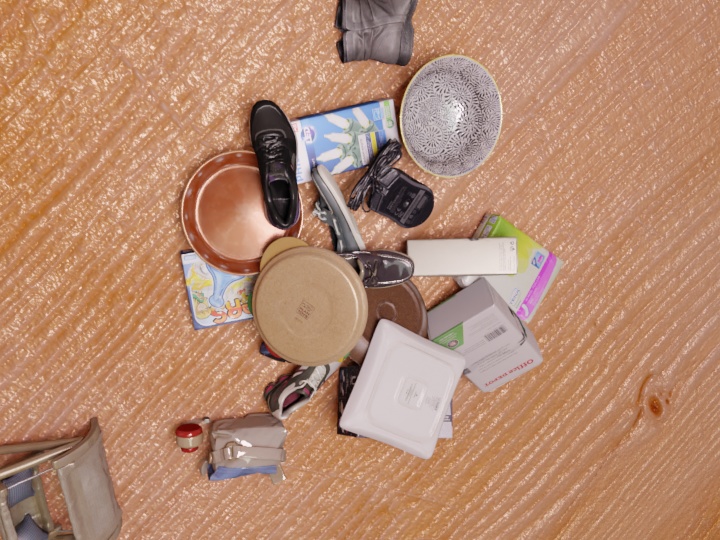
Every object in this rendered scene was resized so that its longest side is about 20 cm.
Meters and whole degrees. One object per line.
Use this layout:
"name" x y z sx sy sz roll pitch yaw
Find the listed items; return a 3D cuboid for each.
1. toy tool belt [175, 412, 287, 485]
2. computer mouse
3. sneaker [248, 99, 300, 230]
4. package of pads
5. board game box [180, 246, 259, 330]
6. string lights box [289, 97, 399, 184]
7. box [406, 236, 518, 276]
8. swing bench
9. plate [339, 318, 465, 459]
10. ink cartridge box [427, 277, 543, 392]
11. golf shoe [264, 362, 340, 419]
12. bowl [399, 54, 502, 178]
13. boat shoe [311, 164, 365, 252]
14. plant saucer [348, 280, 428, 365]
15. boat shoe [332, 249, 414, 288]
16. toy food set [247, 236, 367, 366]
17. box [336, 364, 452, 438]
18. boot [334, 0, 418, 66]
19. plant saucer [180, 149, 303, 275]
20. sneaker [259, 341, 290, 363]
"toy tool belt" -0.229 0.336 1.046 0.197 0.125 0.125 0 96 -19
"computer mouse" 0.061 -0.143 1.035 0.139 0.053 0.199 -53 140 9
"sneaker" -0.125 -0.164 0.898 0.075 0.088 0.203 -12 98 -8
"package of pads" 0.293 0.000 1.171 0.199 0.068 0.156 30 91 -23
"board game box" -0.203 0.017 1.018 0.197 0.034 0.138 -11 107 -16
"string lights box" -0.036 -0.223 0.999 0.197 0.059 0.104 -17 111 -14
"box" 0.185 -0.024 1.072 0.196 0.082 0.070 -1 89 7
"swing bench" -0.511 0.381 0.954 0.197 0.130 0.202 -11 107 -17
"plate" 0.085 0.214 1.028 0.198 0.032 0.202 26 81 -21
"ink cartridge box" 0.242 0.132 1.140 0.145 0.085 0.200 -33 124 21
"golf shoe" -0.088 0.198 1.078 0.200 0.088 0.077 -45 112 -5
"bowl" 0.142 -0.270 1.030 0.198 0.094 0.204 -5 104 -19
"boat shoe" -0.048 -0.094 0.999 0.061 0.073 0.201 -23 139 5
"plant saucer" 0.043 0.080 1.067 0.197 0.037 0.204 7 69 -19
"boat shoe" 0.000 0.000 1.010 0.196 0.065 0.073 5 102 -6
"toy food set" -0.085 0.059 0.936 0.197 0.049 0.201 19 101 5
"box" 0.066 0.252 1.107 0.197 0.115 0.134 7 76 -20
"boot" 0.027 -0.445 0.962 0.129 0.070 0.204 1 99 -14
"plant saucer" -0.192 -0.094 0.956 0.197 0.032 0.204 -1 97 -10
"sneaker" -0.098 0.107 1.037 0.198 0.079 0.075 -25 145 23
